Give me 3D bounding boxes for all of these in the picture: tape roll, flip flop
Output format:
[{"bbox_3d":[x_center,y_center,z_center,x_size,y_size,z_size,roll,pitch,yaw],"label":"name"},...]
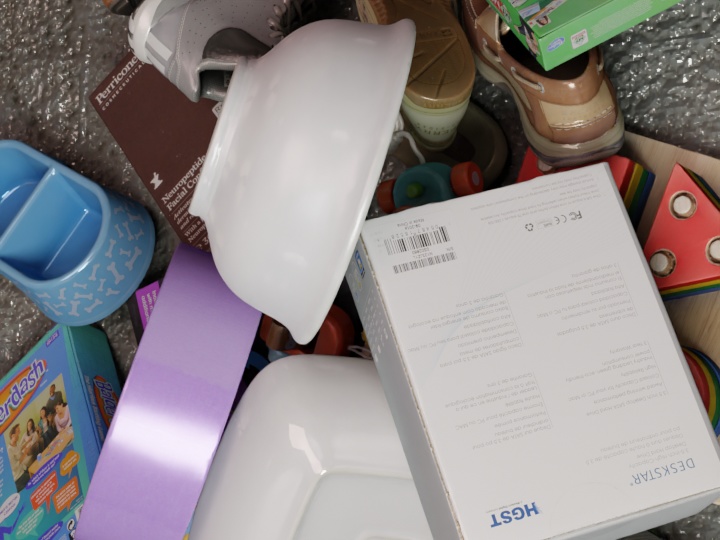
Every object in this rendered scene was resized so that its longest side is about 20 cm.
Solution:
[{"bbox_3d":[-0.120,0.086,1.018,0.066,0.200,0.200,20,94,-5],"label":"tape roll"},{"bbox_3d":[0.015,-0.115,1.103,0.200,0.058,0.081,37,101,29],"label":"flip flop"}]

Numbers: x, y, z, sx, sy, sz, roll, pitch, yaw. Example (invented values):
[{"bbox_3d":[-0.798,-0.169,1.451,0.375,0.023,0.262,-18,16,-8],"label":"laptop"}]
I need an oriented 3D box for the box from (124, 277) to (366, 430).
[{"bbox_3d":[-0.069,0.048,1.140,0.200,0.036,0.143,-25,71,23],"label":"box"}]

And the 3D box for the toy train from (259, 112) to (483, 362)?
[{"bbox_3d":[0.000,0.000,1.030,0.150,0.056,0.200,32,117,21],"label":"toy train"}]

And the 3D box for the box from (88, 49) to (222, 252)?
[{"bbox_3d":[-0.105,-0.089,1.138,0.100,0.075,0.200,-47,51,11],"label":"box"}]

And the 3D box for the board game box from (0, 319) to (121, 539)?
[{"bbox_3d":[-0.232,0.153,1.176,0.152,0.045,0.200,-43,43,18],"label":"board game box"}]

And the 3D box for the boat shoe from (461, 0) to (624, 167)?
[{"bbox_3d":[0.113,-0.148,1.010,0.076,0.072,0.200,-22,42,-5],"label":"boat shoe"}]

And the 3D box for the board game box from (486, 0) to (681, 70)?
[{"bbox_3d":[0.167,-0.213,0.976,0.200,0.029,0.135,-27,49,-5],"label":"board game box"}]

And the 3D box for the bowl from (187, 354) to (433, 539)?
[{"bbox_3d":[0.005,0.158,0.968,0.075,0.200,0.200,-116,42,-59],"label":"bowl"}]

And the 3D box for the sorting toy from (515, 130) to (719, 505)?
[{"bbox_3d":[0.167,0.017,0.988,0.199,0.070,0.200,21,93,31],"label":"sorting toy"}]

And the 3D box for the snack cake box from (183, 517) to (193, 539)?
[{"bbox_3d":[-0.069,0.246,1.091,0.115,0.067,0.200,-38,66,22],"label":"snack cake box"}]

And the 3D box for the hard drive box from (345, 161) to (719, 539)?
[{"bbox_3d":[0.095,0.057,0.895,0.156,0.077,0.200,-14,71,-12],"label":"hard drive box"}]

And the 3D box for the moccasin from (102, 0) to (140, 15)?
[{"bbox_3d":[-0.120,-0.266,1.202,0.201,0.074,0.078,-25,79,35],"label":"moccasin"}]

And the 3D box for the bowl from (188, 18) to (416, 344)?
[{"bbox_3d":[-0.043,-0.064,0.922,0.090,0.201,0.201,18,92,-7],"label":"bowl"}]

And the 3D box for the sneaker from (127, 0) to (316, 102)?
[{"bbox_3d":[-0.050,-0.170,1.101,0.200,0.075,0.116,-32,59,-17],"label":"sneaker"}]

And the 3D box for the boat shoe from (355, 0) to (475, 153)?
[{"bbox_3d":[0.032,-0.169,1.075,0.073,0.063,0.200,-3,53,-5],"label":"boat shoe"}]

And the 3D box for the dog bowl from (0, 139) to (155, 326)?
[{"bbox_3d":[-0.247,-0.036,1.225,0.200,0.050,0.112,28,80,37],"label":"dog bowl"}]

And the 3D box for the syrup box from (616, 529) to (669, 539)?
[{"bbox_3d":[0.181,0.212,0.943,0.200,0.081,0.079,29,99,30],"label":"syrup box"}]
